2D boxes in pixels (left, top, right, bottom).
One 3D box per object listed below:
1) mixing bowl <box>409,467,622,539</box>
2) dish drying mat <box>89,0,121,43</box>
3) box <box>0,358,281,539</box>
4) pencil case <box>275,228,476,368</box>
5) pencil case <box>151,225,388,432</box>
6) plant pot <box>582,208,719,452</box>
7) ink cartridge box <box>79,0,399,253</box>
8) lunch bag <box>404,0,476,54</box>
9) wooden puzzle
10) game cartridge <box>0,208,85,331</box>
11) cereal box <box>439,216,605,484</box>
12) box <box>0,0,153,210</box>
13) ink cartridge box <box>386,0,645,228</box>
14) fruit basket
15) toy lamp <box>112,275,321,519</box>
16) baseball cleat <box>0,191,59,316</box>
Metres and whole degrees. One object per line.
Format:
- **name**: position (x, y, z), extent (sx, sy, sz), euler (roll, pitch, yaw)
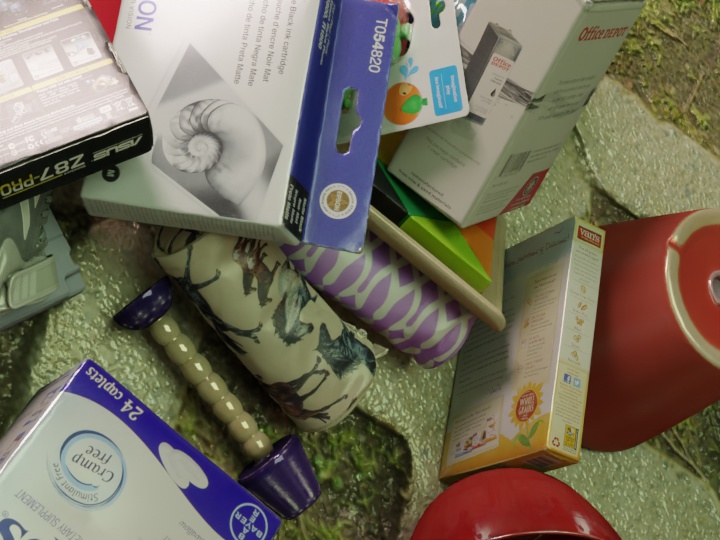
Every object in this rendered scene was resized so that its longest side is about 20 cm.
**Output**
- **mixing bowl**: position (0.113, 0.224, 1.173), extent (0.199, 0.200, 0.109), euler (23, 34, -25)
- **dish drying mat**: position (-0.188, -0.232, 1.168), extent (0.076, 0.018, 0.201), euler (19, 52, -27)
- **box**: position (-0.184, 0.197, 1.020), extent (0.184, 0.105, 0.200), euler (42, 57, -14)
- **pencil case**: position (0.000, 0.000, 1.219), extent (0.200, 0.085, 0.084), euler (36, 51, -17)
- **pencil case**: position (-0.069, 0.024, 1.147), extent (0.090, 0.078, 0.200), euler (-49, 115, -23)
- **plant pot**: position (0.254, 0.040, 1.315), extent (0.199, 0.177, 0.202), euler (11, 68, -29)
- **ink cartridge box**: position (-0.081, -0.122, 1.085), extent (0.199, 0.041, 0.201), euler (8, 74, 1)
- **lunch bag**: position (0.100, -0.215, 1.315), extent (0.082, 0.161, 0.200), euler (27, 58, 13)
- **wooden puzzle**: position (0.051, -0.058, 1.237), extent (0.185, 0.037, 0.200), euler (38, 24, -16)
- **game cartridge**: position (-0.293, -0.048, 1.074), extent (0.133, 0.041, 0.201), euler (-27, 90, -40)
- **cereal box**: position (0.131, 0.069, 1.245), extent (0.039, 0.144, 0.201), euler (24, 63, -24)
- **box**: position (-0.258, -0.115, 1.011), extent (0.199, 0.049, 0.162), euler (-24, 67, -16)
- **ink cartridge box**: position (0.123, -0.146, 1.196), extent (0.085, 0.201, 0.145), euler (38, 24, 17)
- **fruit basket**: position (-0.026, -0.185, 1.164), extent (0.094, 0.199, 0.187), euler (21, 60, -64)
- **toy lamp**: position (-0.102, 0.097, 1.139), extent (0.058, 0.058, 0.200), euler (-40, 96, -36)
- **baseball cleat**: position (-0.237, -0.045, 1.059), extent (0.106, 0.070, 0.201), euler (45, 59, -28)
